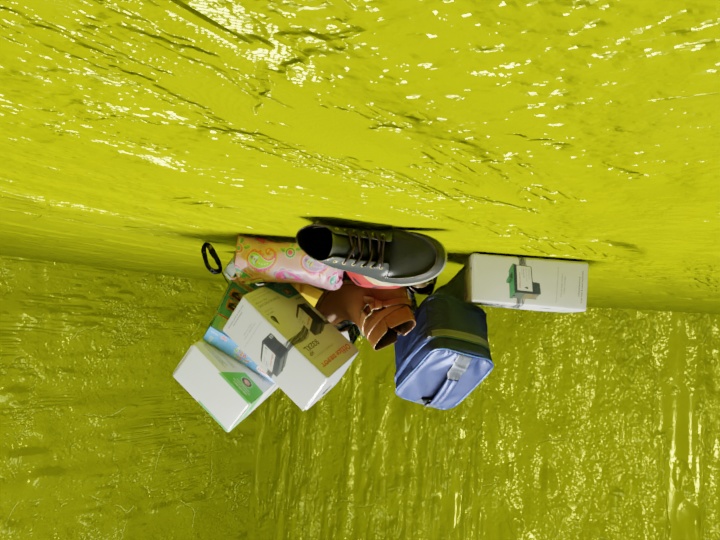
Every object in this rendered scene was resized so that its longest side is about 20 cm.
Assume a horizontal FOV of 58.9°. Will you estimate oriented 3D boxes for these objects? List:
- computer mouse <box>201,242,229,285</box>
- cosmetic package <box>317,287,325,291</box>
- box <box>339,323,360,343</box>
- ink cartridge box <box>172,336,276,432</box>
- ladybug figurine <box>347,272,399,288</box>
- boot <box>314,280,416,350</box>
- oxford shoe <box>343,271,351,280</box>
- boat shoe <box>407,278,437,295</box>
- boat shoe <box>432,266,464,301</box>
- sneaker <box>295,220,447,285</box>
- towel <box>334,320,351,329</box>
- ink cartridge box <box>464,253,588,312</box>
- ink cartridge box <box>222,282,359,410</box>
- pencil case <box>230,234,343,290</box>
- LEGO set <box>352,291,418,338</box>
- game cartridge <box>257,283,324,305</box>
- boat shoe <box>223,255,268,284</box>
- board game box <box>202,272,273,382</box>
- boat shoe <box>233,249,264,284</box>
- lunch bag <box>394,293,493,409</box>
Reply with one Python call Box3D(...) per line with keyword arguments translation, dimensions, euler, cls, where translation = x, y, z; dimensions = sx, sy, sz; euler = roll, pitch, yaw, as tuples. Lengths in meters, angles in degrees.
Box3D(translation=(-0.255, 0.025, 1.285), dimensions=(0.034, 0.202, 0.059), euler=(-35, -179, 30), cls="computer mouse")
Box3D(translation=(-0.091, 0.025, 1.436), dimensions=(0.194, 0.111, 0.085), euler=(2, 175, 21), cls="cosmetic package")
Box3D(translation=(-0.060, 0.143, 1.385), dimensions=(0.107, 0.036, 0.200), euler=(-14, -177, 7), cls="box")
Box3D(translation=(-0.220, 0.177, 1.167), dimensions=(0.146, 0.085, 0.200), euler=(43, -157, 6), cls="ink cartridge box")
Box3D(translation=(0.032, -0.009, 1.053), dimensions=(0.131, 0.074, 0.200), euler=(5, 176, -5), cls="ladybug figurine")
Box3D(translation=(0.006, 0.086, 1.156), dimensions=(0.197, 0.157, 0.077), euler=(-33, 141, 12), cls="boot")
Box3D(translation=(0.000, 0.000, 1.265), dimensions=(0.069, 0.074, 0.200), euler=(-1, 174, 10), cls="oxford shoe")
Box3D(translation=(0.111, 0.008, 1.197), dimensions=(0.070, 0.075, 0.200), euler=(4, 176, 14), cls="boat shoe")
Box3D(translation=(0.181, 0.061, 1.248), dimensions=(0.199, 0.073, 0.067), euler=(-34, 164, -48), cls="boat shoe")
Box3D(translation=(0.013, -0.022, 0.855), dimensions=(0.194, 0.077, 0.106), euler=(4, 179, 19), cls="sneaker")
Box3D(translation=(-0.040, 0.110, 1.421), dimensions=(0.142, 0.025, 0.198), euler=(-10, -173, 43), cls="towel")
Box3D(translation=(0.286, 0.024, 1.134), dimensions=(0.194, 0.087, 0.146), euler=(4, 175, 5), cls="ink cartridge box")
Box3D(translation=(-0.117, 0.122, 1.109), dimensions=(0.199, 0.084, 0.145), euler=(42, -157, 10), cls="ink cartridge box")
Box3D(translation=(-0.125, -0.012, 1.109), dimensions=(0.194, 0.090, 0.087), euler=(4, 176, 3), cls="pencil case")
Box3D(translation=(0.044, 0.042, 1.287), dimensions=(0.150, 0.119, 0.200), euler=(-21, -174, 17), cls="LEGO set")
Box3D(translation=(-0.135, 0.067, 1.349), dimensions=(0.197, 0.033, 0.175), euler=(-9, 154, 41), cls="game cartridge")
Box3D(translation=(-0.240, 0.053, 1.492), dimensions=(0.201, 0.071, 0.070), euler=(47, -165, -1), cls="boat shoe")
Box3D(translation=(-0.197, 0.099, 1.185), dimensions=(0.149, 0.037, 0.201), euler=(34, -155, -13), cls="board game box")
Box3D(translation=(-0.227, -0.010, 1.329), dimensions=(0.066, 0.077, 0.200), euler=(8, 171, 14), cls="boat shoe")
Box3D(translation=(0.139, 0.159, 1.133), dimensions=(0.132, 0.135, 0.202), euler=(16, 135, -14), cls="lunch bag")
